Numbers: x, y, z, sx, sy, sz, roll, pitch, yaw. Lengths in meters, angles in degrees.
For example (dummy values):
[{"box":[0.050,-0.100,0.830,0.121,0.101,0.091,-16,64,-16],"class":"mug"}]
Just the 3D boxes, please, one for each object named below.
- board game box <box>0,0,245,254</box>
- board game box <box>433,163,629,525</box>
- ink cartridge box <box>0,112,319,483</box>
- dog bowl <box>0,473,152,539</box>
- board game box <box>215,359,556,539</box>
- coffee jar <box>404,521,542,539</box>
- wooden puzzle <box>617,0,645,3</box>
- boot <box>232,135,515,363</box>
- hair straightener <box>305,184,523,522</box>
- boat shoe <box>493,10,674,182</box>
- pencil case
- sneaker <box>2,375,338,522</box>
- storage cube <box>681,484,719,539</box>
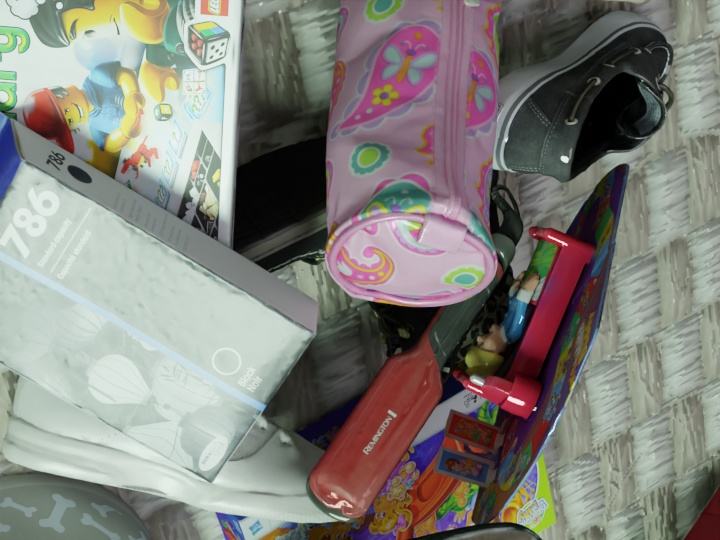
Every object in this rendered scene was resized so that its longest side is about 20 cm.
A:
[{"box":[-0.121,-0.048,0.813,0.125,0.035,0.202,4,113,-1],"class":"board game box"},{"box":[0.082,0.029,0.884,0.039,0.201,0.159,22,136,-4],"class":"board game box"},{"box":[-0.127,0.009,0.797,0.199,0.039,0.100,31,111,-11],"class":"ink cartridge box"},{"box":[-0.184,0.211,0.914,0.198,0.059,0.202,-15,120,-28],"class":"dog bowl"},{"box":[0.018,0.140,1.025,0.199,0.045,0.135,-29,125,-20],"class":"board game box"},{"box":[0.016,0.187,0.896,0.103,0.200,0.086,-8,81,-29],"class":"coffee jar"},{"box":[0.067,-0.229,0.831,0.198,0.046,0.187,-1,82,-35],"class":"wooden puzzle"},{"box":[0.001,0.000,0.932,0.202,0.073,0.155,-29,128,-18],"class":"boot"},{"box":[0.031,0.043,0.902,0.041,0.077,0.201,28,74,1],"class":"hair straightener"},{"box":[0.136,-0.092,0.937,0.199,0.066,0.071,-26,134,-54],"class":"boat shoe"},{"box":[0.028,-0.082,0.838,0.087,0.087,0.202,38,45,-40],"class":"pencil case"},{"box":[-0.081,0.078,0.896,0.198,0.075,0.089,15,84,-21],"class":"sneaker"},{"box":[0.320,0.243,1.161,0.171,0.178,0.201,-46,132,-37],"class":"storage cube"}]
